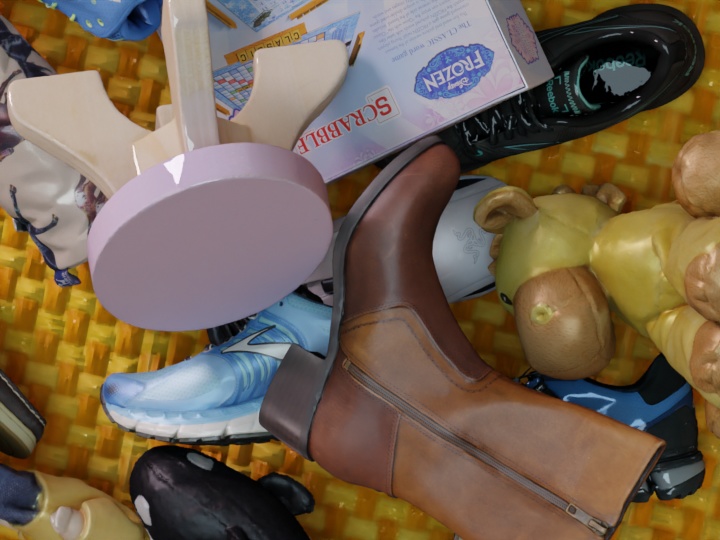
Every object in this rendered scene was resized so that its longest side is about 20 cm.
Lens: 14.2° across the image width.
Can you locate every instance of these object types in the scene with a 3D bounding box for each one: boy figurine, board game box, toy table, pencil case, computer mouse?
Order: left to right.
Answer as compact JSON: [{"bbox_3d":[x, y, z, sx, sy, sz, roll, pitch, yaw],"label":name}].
[{"bbox_3d":[-0.206,-0.085,1.608,0.089,0.078,0.200,-32,110,33],"label":"pencil case"},{"bbox_3d":[-0.174,0.147,1.646,0.200,0.124,0.065,30,75,-27],"label":"boy figurine"},{"bbox_3d":[-0.086,-0.058,1.513,0.183,0.200,0.118,-4,67,-21],"label":"toy table"},{"bbox_3d":[-0.021,-0.155,1.581,0.199,0.041,0.200,-23,91,31],"label":"board game box"},{"bbox_3d":[0.000,0.000,1.636,0.199,0.044,0.110,-20,94,9],"label":"computer mouse"}]

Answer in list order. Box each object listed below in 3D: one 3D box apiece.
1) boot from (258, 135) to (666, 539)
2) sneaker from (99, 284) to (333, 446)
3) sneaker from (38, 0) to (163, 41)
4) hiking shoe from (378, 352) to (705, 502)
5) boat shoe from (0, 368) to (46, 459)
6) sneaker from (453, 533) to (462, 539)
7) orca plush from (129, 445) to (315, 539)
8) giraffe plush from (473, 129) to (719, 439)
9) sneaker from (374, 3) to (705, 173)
[{"bbox_3d":[0.067,0.050,1.504,0.199,0.068,0.189,28,90,20],"label":"boot"},{"bbox_3d":[-0.050,0.048,1.612,0.199,0.078,0.090,-10,83,9],"label":"sneaker"},{"bbox_3d":[-0.170,-0.167,1.594,0.199,0.076,0.106,-13,98,37],"label":"sneaker"},{"bbox_3d":[0.094,0.088,1.631,0.199,0.074,0.087,-3,90,-3],"label":"hiking shoe"},{"bbox_3d":[-0.246,0.021,1.654,0.200,0.073,0.065,47,67,-6],"label":"boat shoe"},{"bbox_3d":[0.069,0.193,1.576,0.075,0.076,0.201,9,111,-11],"label":"sneaker"},{"bbox_3d":[-0.060,0.179,1.581,0.105,0.071,0.201,-27,83,3],"label":"orca plush"},{"bbox_3d":[0.145,0.000,1.557,0.161,0.200,0.173,-4,122,10],"label":"giraffe plush"},{"bbox_3d":[0.091,-0.102,1.596,0.199,0.079,0.076,-19,96,10],"label":"sneaker"}]
